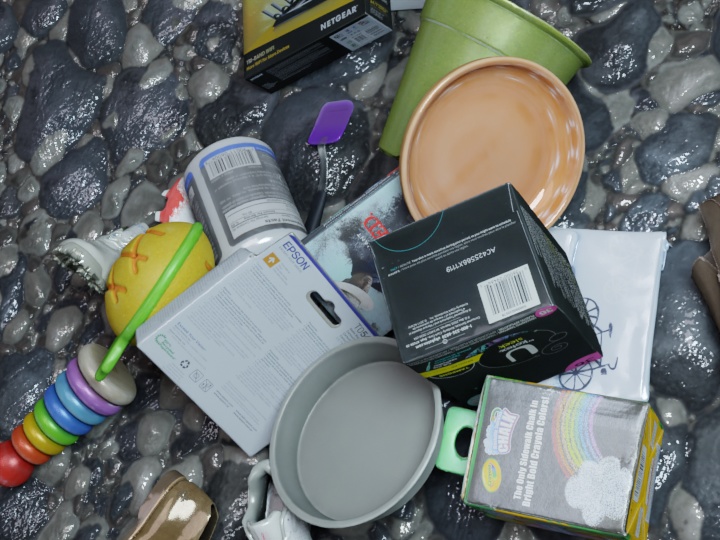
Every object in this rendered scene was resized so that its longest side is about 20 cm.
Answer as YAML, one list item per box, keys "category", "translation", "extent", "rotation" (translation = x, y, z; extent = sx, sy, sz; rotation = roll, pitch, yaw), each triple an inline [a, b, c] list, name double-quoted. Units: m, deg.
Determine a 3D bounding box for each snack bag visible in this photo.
- category: "snack bag"
  translation: [0.210, 0.043, 1.151]
  extent: [0.198, 0.021, 0.190]
  rotation: [5, 73, 23]

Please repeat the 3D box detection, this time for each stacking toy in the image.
- category: "stacking toy"
  translation: [-0.358, 0.177, 1.299]
  extent: [0.200, 0.085, 0.086]
  rotation: [-41, 62, 8]

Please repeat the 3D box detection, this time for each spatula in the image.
- category: "spatula"
  translation: [-0.046, -0.109, 1.306]
  extent: [0.056, 0.020, 0.202]
  rotation: [-1, 74, 42]

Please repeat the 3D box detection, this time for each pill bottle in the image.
- category: "pill bottle"
  translation: [-0.119, -0.041, 1.256]
  extent: [0.113, 0.114, 0.201]
  rotation: [-29, 60, 9]

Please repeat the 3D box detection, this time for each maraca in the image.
- category: "maraca"
  translation: [-0.228, 0.032, 1.206]
  extent: [0.107, 0.137, 0.201]
  rotation: [34, 101, -7]

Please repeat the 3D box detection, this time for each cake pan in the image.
- category: "cake pan"
  translation: [0.000, 0.164, 1.113]
  extent: [0.199, 0.037, 0.202]
  rotation: [-19, 52, 25]

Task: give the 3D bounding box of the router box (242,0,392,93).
- category: "router box"
  translation: [-0.056, -0.325, 1.339]
  extent: [0.199, 0.052, 0.159]
  rotation: [-21, 63, 36]

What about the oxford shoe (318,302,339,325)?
- category: "oxford shoe"
  translation: [0.000, 0.000, 1.237]
  extent: [0.201, 0.071, 0.071]
  rotation: [-60, 32, -3]

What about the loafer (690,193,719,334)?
- category: "loafer"
  translation: [0.359, 0.014, 1.082]
  extent: [0.070, 0.073, 0.202]
  rotation: [-7, 64, 30]

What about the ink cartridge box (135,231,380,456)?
- category: "ink cartridge box"
  translation: [-0.098, 0.074, 1.170]
  extent: [0.199, 0.200, 0.041]
  rotation: [-35, 31, 6]

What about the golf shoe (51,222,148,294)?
- category: "golf shoe"
  translation: [-0.285, -0.022, 1.274]
  extent: [0.078, 0.200, 0.098]
  rotation: [35, 84, 6]

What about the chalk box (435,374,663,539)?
- category: "chalk box"
  translation: [0.173, 0.179, 1.060]
  extent: [0.198, 0.124, 0.125]
  rotation: [8, 75, 25]

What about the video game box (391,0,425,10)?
- category: "video game box"
  translation: [0.088, -0.407, 1.350]
  extent: [0.198, 0.047, 0.184]
  rotation: [2, 75, 23]

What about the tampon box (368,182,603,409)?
- category: "tampon box"
  translation: [0.124, 0.032, 1.064]
  extent: [0.149, 0.200, 0.127]
  rotation: [-23, 64, 17]

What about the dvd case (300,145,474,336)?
- category: "dvd case"
  translation: [0.039, -0.023, 1.165]
  extent: [0.199, 0.146, 0.022]
  rotation: [-35, 27, 11]

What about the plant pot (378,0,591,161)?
- category: "plant pot"
  translation: [0.115, -0.184, 1.195]
  extent: [0.199, 0.200, 0.191]
  rotation: [31, 97, 28]

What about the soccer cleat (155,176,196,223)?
- category: "soccer cleat"
  translation: [-0.197, -0.014, 1.314]
  extent: [0.084, 0.069, 0.202]
  rotation: [0, 70, 7]

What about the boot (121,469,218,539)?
- category: "boot"
  translation: [-0.228, 0.320, 1.202]
  extent: [0.075, 0.074, 0.201]
  rotation: [30, 82, 18]

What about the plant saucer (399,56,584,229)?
- category: "plant saucer"
  translation: [0.128, -0.113, 1.108]
  extent: [0.200, 0.200, 0.037]
  rotation: [-46, 27, 0]

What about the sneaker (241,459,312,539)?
- category: "sneaker"
  translation: [-0.083, 0.286, 1.134]
  extent: [0.077, 0.099, 0.201]
  rotation: [-23, 64, 14]
